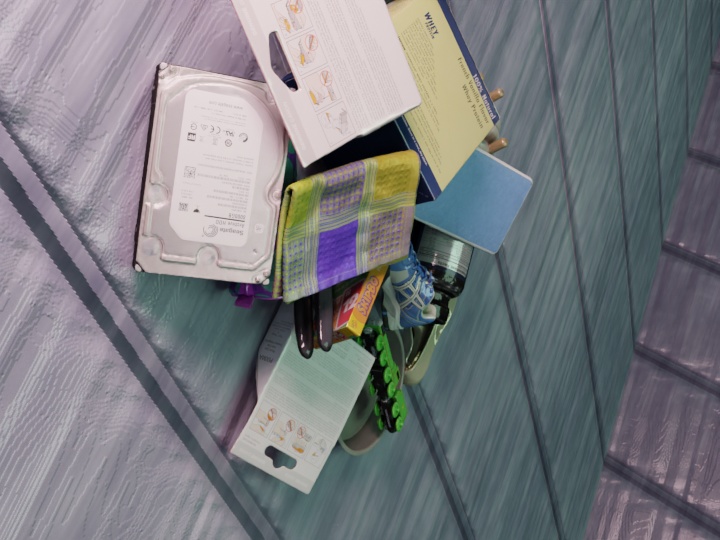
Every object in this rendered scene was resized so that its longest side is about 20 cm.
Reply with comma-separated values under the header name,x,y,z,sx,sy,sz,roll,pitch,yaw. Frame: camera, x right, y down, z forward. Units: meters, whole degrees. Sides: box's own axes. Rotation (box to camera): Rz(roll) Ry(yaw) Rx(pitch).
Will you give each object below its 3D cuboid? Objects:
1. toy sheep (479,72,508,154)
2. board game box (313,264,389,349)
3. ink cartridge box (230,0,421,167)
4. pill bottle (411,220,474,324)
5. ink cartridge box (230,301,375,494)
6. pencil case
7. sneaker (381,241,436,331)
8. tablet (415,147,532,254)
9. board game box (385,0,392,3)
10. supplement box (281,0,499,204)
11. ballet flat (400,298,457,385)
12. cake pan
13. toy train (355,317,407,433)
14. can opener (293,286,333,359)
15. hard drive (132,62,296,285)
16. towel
name,x,y,z,sx,sy,sz,roll,pitch,yaw
toy sheep,0.152,-0.211,1.299,0.138,0.136,0.202,50,38,-53
board game box,0.000,0.000,1.058,0.030,0.095,0.201,39,57,-21
ink cartridge box,-0.042,-0.227,0.868,0.176,0.045,0.202,-33,108,-31
pill bottle,0.116,-0.025,1.325,0.112,0.111,0.202,31,73,-58
ink cartridge box,-0.079,0.161,1.092,0.160,0.047,0.201,41,70,-42
pencil case,-0.111,-0.067,0.950,0.092,0.084,0.202,-43,135,-64
sneaker,0.064,0.003,1.192,0.201,0.076,0.076,81,11,-47
tablet,0.163,-0.109,1.254,0.199,0.014,0.131,21,100,-40
board game box,0.076,-0.349,1.233,0.135,0.034,0.202,-48,137,-43
supplement box,0.043,-0.210,1.066,0.200,0.133,0.201,-51,120,-39
ballet flat,0.102,0.086,1.389,0.069,0.069,0.202,47,59,-54
cake pan,0.003,0.169,1.264,0.200,0.036,0.203,-26,120,-55
toy train,0.034,0.152,1.239,0.057,0.041,0.201,-60,146,-47
can opener,-0.056,0.011,1.022,0.078,0.063,0.201,31,37,-40
hard drive,-0.145,-0.092,0.853,0.138,0.038,0.202,7,96,-21
towel,-0.009,-0.050,0.935,0.199,0.023,0.145,-18,128,-42
